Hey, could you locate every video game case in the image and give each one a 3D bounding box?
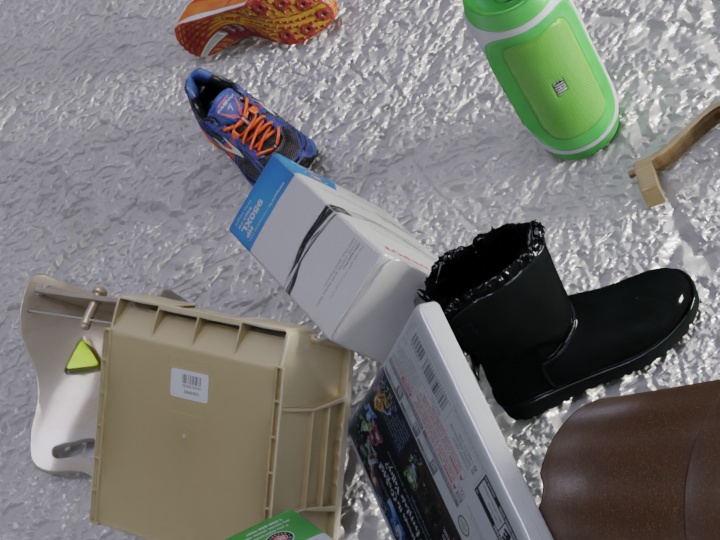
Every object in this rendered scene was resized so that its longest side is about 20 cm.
[{"bbox_3d":[0.059,0.155,1.014,0.023,0.182,0.201,-10,58,-27],"label":"video game case"}]

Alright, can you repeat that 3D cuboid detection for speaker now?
[{"bbox_3d":[0.156,-0.180,1.170,0.088,0.200,0.089,-15,53,21],"label":"speaker"}]

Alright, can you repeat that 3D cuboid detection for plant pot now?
[{"bbox_3d":[0.233,0.153,0.892,0.198,0.200,0.202,-9,52,55],"label":"plant pot"}]

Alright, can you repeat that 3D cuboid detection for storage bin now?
[{"bbox_3d":[-0.117,0.131,1.136,0.199,0.093,0.201,9,96,35],"label":"storage bin"}]

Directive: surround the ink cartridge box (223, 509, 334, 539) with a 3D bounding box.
[{"bbox_3d":[-0.047,0.262,0.949,0.146,0.084,0.199,-20,26,-32],"label":"ink cartridge box"}]

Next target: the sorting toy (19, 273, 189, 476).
[{"bbox_3d":[-0.242,0.108,1.288,0.199,0.107,0.182,5,73,43],"label":"sorting toy"}]

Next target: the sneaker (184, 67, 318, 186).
[{"bbox_3d":[-0.119,-0.143,1.390,0.075,0.078,0.199,-50,49,-7],"label":"sneaker"}]

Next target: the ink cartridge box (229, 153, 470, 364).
[{"bbox_3d":[0.000,0.000,1.154,0.085,0.144,0.200,-57,39,9],"label":"ink cartridge box"}]

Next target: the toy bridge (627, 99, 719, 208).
[{"bbox_3d":[0.317,-0.116,1.148,0.198,0.027,0.068,-20,49,18],"label":"toy bridge"}]

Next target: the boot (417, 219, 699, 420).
[{"bbox_3d":[0.151,0.022,1.061,0.197,0.163,0.074,-30,41,9],"label":"boot"}]

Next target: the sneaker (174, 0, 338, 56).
[{"bbox_3d":[-0.113,-0.286,1.490,0.198,0.073,0.078,0,50,27],"label":"sneaker"}]
